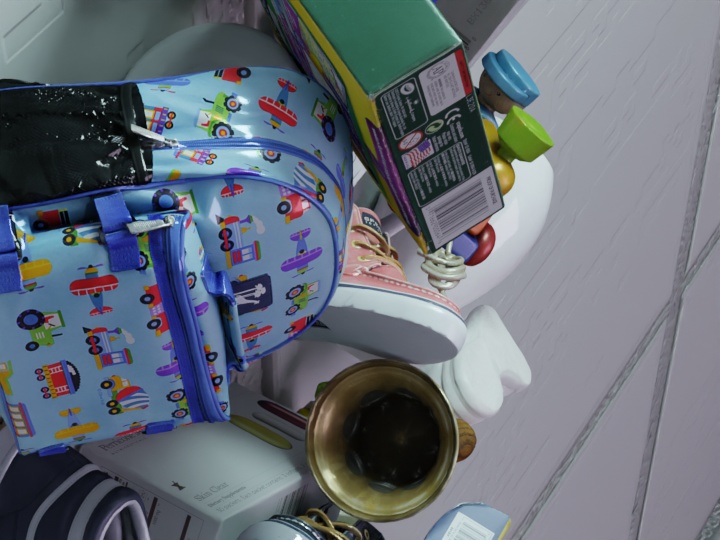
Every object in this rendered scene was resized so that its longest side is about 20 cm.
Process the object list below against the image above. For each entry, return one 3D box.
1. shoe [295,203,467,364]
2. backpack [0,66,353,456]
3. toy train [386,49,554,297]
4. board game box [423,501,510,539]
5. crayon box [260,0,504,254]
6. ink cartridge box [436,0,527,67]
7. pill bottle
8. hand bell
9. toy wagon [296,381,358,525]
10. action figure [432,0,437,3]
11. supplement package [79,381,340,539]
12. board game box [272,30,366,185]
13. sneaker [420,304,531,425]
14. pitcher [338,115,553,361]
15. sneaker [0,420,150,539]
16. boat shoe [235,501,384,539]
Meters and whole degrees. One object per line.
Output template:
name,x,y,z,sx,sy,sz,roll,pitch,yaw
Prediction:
shoe,0.000,0.000,1.282,0.071,0.199,0.091,44,64,-39
backpack,-0.094,-0.010,0.984,0.183,0.199,0.135,90,-12,-48
toy train,0.084,-0.061,1.319,0.085,0.200,0.116,35,112,-30
board game box,0.012,0.267,1.315,0.200,0.061,0.200,-56,172,-31
crayon box,-0.002,-0.122,1.021,0.058,0.173,0.200,-32,157,-3
ink cartridge box,0.105,-0.210,1.312,0.109,0.050,0.200,-50,-179,45
pill bottle,-0.067,-0.050,1.159,0.113,0.112,0.200,-60,158,-17
hand bell,0.044,0.115,1.344,0.105,0.104,0.200,-68,161,4
toy wagon,-0.029,0.180,1.445,0.200,0.039,0.156,-121,-135,-65
action figure,0.063,-0.168,1.128,0.065,0.099,0.201,-23,143,-55
supplement package,-0.108,0.183,1.306,0.200,0.110,0.157,-20,131,-63
board game box,0.013,-0.159,1.307,0.200,0.034,0.127,-53,144,-40
sneaker,0.072,0.085,1.524,0.088,0.075,0.200,-33,179,19
pitcher,0.054,-0.030,1.473,0.200,0.121,0.172,-51,161,-12
sneaker,-0.187,0.195,1.129,0.070,0.108,0.201,-14,125,-64
boat shoe,-0.031,0.179,1.246,0.091,0.071,0.201,-57,165,-24
